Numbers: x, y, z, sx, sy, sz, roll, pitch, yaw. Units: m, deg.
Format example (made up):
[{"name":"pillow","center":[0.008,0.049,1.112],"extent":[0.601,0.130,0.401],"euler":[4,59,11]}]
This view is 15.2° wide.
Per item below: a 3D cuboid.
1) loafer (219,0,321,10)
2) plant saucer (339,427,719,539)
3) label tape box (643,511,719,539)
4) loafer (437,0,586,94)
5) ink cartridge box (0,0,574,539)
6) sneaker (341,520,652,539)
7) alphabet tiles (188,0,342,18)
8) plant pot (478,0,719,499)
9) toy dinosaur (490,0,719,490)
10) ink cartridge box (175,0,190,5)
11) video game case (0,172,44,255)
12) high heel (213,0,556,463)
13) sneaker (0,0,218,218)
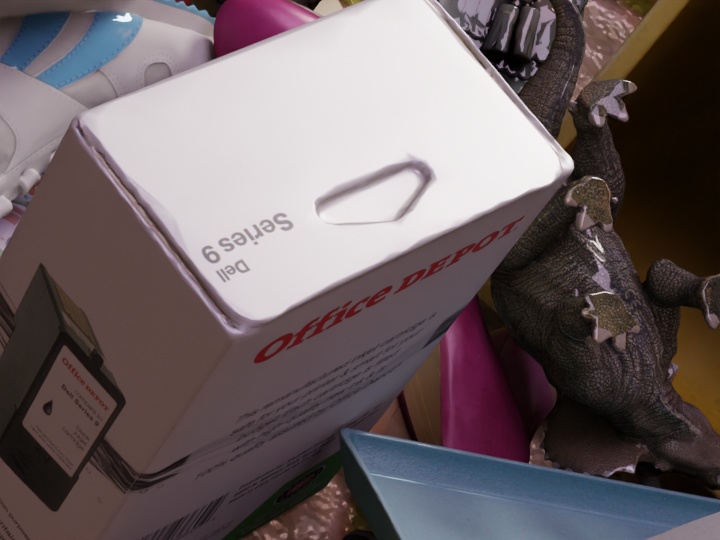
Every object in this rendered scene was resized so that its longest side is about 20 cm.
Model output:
[{"name":"loafer","center":[-0.014,-0.171,1.070],"extent":[0.071,0.073,0.200],"euler":[37,42,-7]},{"name":"plant saucer","center":[0.087,0.092,0.886],"extent":[0.200,0.019,0.070],"euler":[12,25,-26]},{"name":"label tape box","center":[0.050,0.174,0.799],"extent":[0.063,0.200,0.144],"euler":[-106,174,-70]},{"name":"loafer","center":[0.060,-0.128,1.085],"extent":[0.072,0.063,0.200],"euler":[20,50,-13]},{"name":"ink cartridge box","center":[-0.044,0.017,0.840],"extent":[0.146,0.200,0.084],"euler":[-27,71,-39]},{"name":"sneaker","center":[0.031,0.115,0.882],"extent":[0.200,0.066,0.091],"euler":[-34,110,-39]},{"name":"alphabet tiles","center":[-0.097,-0.102,1.030],"extent":[0.200,0.006,0.166],"euler":[-15,65,-35]},{"name":"plant pot","center":[0.189,-0.040,1.021],"extent":[0.194,0.196,0.200],"euler":[40,29,3]},{"name":"toy dinosaur","center":[0.071,-0.004,0.922],"extent":[0.077,0.102,0.200],"euler":[-24,84,-30]},{"name":"ink cartridge box","center":[-0.106,-0.169,0.906],"extent":[0.145,0.200,0.083],"euler":[37,90,2]},{"name":"video game case","center":[-0.157,-0.072,0.959],"extent":[0.143,0.018,0.200],"euler":[15,52,-19]},{"name":"high heel","center":[0.000,0.000,0.934],"extent":[0.200,0.067,0.096],"euler":[53,38,-12]},{"name":"sneaker","center":[-0.129,-0.058,0.909],"extent":[0.200,0.076,0.081],"euler":[-8,97,-45]}]
